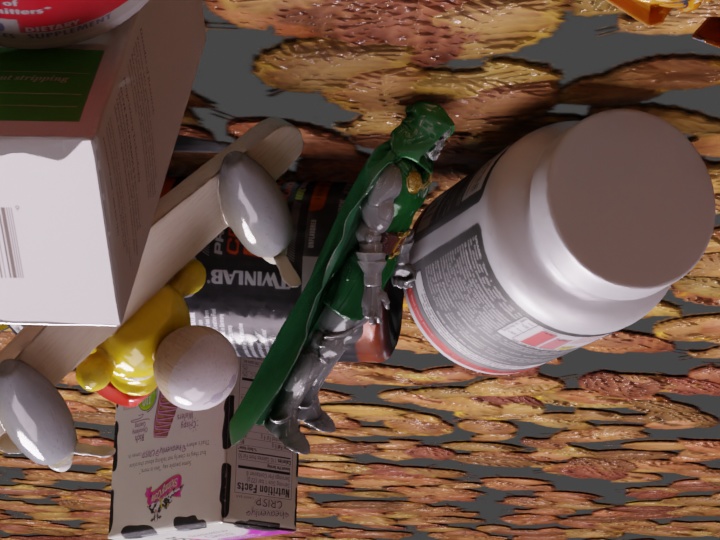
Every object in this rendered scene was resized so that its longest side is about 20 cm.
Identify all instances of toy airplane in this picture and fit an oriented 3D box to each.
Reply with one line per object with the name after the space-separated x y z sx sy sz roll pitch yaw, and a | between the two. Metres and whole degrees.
-0.118 0.012 1.145 0.141 0.200 0.199 41 -159 13 | toy airplane

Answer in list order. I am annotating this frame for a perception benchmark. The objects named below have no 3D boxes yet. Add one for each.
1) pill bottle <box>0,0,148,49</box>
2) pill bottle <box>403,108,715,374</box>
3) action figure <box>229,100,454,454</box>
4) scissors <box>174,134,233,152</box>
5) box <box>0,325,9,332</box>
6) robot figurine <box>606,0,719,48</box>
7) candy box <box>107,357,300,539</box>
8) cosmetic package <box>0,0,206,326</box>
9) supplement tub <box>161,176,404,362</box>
-0.108 -0.150 0.673 0.112 0.113 0.200 3 166 -3 | pill bottle
0.106 -0.015 1.194 0.115 0.116 0.200 6 166 -17 | pill bottle
0.000 0.000 1.174 0.055 0.201 0.118 27 -159 9 | action figure
-0.132 -0.067 1.168 0.073 0.014 0.200 -45 152 13 | scissors
-0.258 0.010 1.357 0.070 0.065 0.200 -27 -171 -24 | box
0.171 -0.120 0.862 0.199 0.059 0.145 12 162 -38 | robot figurine
-0.097 0.071 1.407 0.061 0.201 0.136 13 164 -36 | candy box
-0.125 -0.070 0.819 0.107 0.200 0.085 0 127 5 | cosmetic package
-0.076 -0.002 1.297 0.199 0.108 0.107 2 167 7 | supplement tub
